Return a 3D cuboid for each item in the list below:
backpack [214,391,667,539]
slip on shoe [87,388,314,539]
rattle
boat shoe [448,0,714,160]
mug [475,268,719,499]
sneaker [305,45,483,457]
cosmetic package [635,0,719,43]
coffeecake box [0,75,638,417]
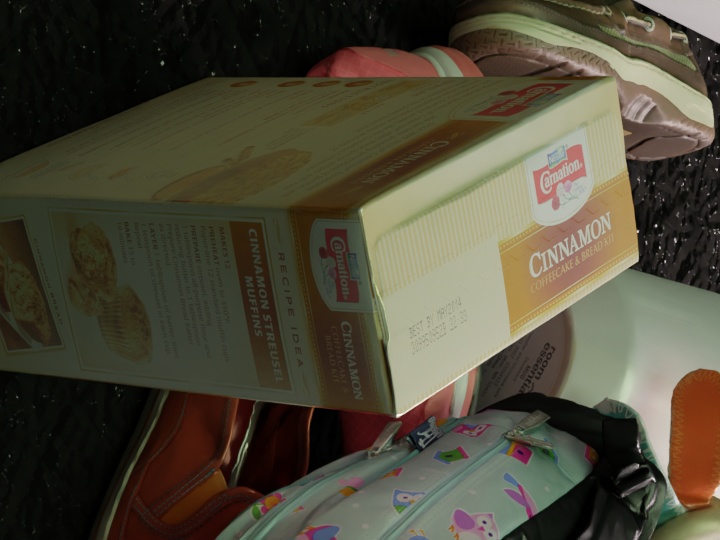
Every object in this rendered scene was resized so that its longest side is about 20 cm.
[{"bbox_3d":[0.022,0.142,0.865,0.199,0.126,0.168,-21,120,-52],"label":"backpack"},{"bbox_3d":[-0.060,0.099,0.884,0.074,0.061,0.201,36,67,-48],"label":"slip on shoe"},{"bbox_3d":[0.134,0.164,0.950,0.143,0.129,0.201,-92,-159,-61],"label":"rattle"},{"bbox_3d":[0.102,-0.109,1.072,0.202,0.074,0.076,19,64,-56],"label":"boat shoe"},{"bbox_3d":[0.115,0.080,1.036,0.153,0.149,0.188,25,53,-41],"label":"mug"},{"bbox_3d":[0.000,0.000,0.959,0.086,0.073,0.202,7,83,-38],"label":"sneaker"},{"bbox_3d":[0.241,-0.161,1.204,0.199,0.107,0.086,18,79,-52],"label":"cosmetic package"},{"bbox_3d":[-0.025,-0.016,0.806,0.153,0.199,0.074,-28,114,-46],"label":"coffeecake box"}]
